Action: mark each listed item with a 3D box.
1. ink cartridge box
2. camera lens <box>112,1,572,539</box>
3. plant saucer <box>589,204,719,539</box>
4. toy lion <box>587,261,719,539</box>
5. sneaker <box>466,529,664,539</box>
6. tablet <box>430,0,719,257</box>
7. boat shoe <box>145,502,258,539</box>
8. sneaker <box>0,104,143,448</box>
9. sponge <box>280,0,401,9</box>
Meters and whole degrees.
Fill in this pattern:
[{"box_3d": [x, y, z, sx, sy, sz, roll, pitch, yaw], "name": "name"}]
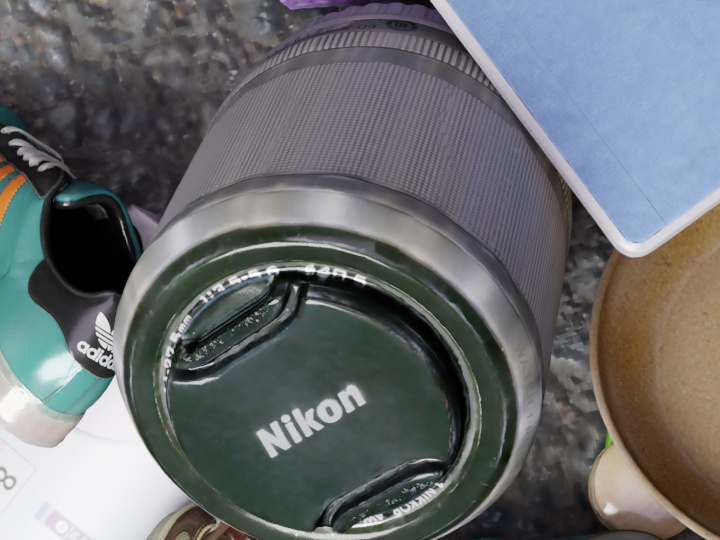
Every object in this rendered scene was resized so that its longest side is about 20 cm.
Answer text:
[{"box_3d": [-0.072, 0.094, 0.846, 0.200, 0.057, 0.163, 39, 93, 11], "name": "ink cartridge box"}, {"box_3d": [0.000, 0.000, 0.740, 0.159, 0.200, 0.161, 6, 123, 9], "name": "camera lens"}, {"box_3d": [0.194, 0.033, 0.760, 0.199, 0.035, 0.201, -6, 62, 11], "name": "plant saucer"}, {"box_3d": [0.218, 0.051, 0.809, 0.199, 0.069, 0.193, 19, 84, 7], "name": "toy lion"}, {"box_3d": [0.030, 0.161, 0.786, 0.199, 0.121, 0.084, -15, 79, -14], "name": "sneaker"}, {"box_3d": [0.098, -0.119, 0.731, 0.130, 0.014, 0.200, -36, 79, 0], "name": "tablet"}, {"box_3d": [-0.084, 0.184, 0.760, 0.075, 0.075, 0.203, 28, 63, -23], "name": "boat shoe"}, {"box_3d": [-0.133, -0.018, 0.802, 0.080, 0.071, 0.200, -42, 43, 16], "name": "sneaker"}, {"box_3d": [0.054, -0.138, 0.804, 0.199, 0.112, 0.030, -4, 90, 7], "name": "sponge"}]
